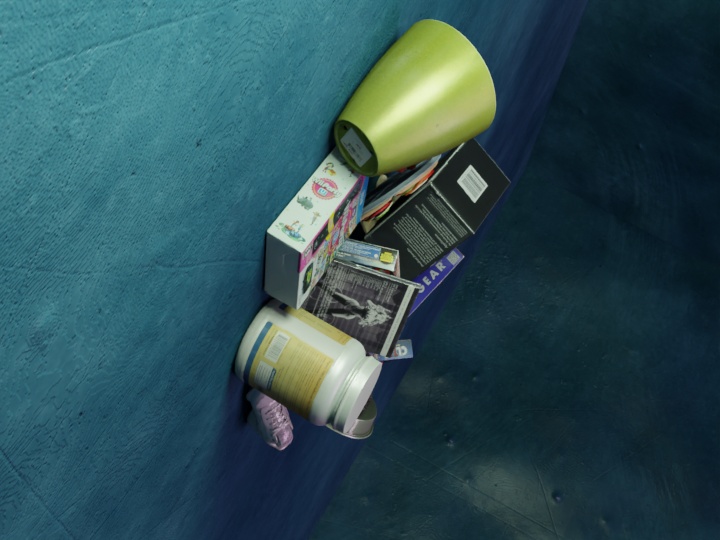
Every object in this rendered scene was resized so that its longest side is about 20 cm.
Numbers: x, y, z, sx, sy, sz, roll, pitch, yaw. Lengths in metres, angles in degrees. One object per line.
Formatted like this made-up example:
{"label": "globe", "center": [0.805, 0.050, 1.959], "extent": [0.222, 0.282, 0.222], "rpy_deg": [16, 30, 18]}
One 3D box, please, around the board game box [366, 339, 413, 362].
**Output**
{"label": "board game box", "center": [-0.021, 0.157, 1.688], "extent": [0.135, 0.197, 0.035], "rpy_deg": [-18, -103, 54]}

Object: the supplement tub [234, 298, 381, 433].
{"label": "supplement tub", "center": [-0.080, 0.149, 1.427], "extent": [0.146, 0.198, 0.145], "rpy_deg": [-57, 168, -20]}

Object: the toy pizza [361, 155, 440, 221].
{"label": "toy pizza", "center": [0.059, -0.136, 1.569], "extent": [0.199, 0.032, 0.200], "rpy_deg": [-34, -171, 6]}

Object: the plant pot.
{"label": "plant pot", "center": [0.062, -0.226, 1.322], "extent": [0.199, 0.187, 0.188], "rpy_deg": [-40, 160, -25]}

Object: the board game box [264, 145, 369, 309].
{"label": "board game box", "center": [-0.064, -0.065, 1.358], "extent": [0.201, 0.064, 0.148], "rpy_deg": [-56, 168, -33]}

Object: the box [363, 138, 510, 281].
{"label": "box", "center": [0.139, -0.110, 1.660], "extent": [0.196, 0.124, 0.200], "rpy_deg": [-37, -172, 42]}

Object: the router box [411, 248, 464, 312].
{"label": "router box", "center": [0.114, 0.025, 1.876], "extent": [0.200, 0.049, 0.179], "rpy_deg": [-47, -176, 0]}

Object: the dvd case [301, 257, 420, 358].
{"label": "dvd case", "center": [-0.017, 0.057, 1.528], "extent": [0.016, 0.197, 0.150], "rpy_deg": [-85, -165, -60]}

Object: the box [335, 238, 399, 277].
{"label": "box", "center": [0.000, 0.000, 1.594], "extent": [0.200, 0.134, 0.041], "rpy_deg": [81, 24, -72]}

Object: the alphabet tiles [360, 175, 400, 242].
{"label": "alphabet tiles", "center": [0.047, -0.071, 1.741], "extent": [0.202, 0.014, 0.197], "rpy_deg": [-62, 144, -34]}

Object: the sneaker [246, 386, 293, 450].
{"label": "sneaker", "center": [-0.146, 0.245, 1.595], "extent": [0.074, 0.100, 0.201], "rpy_deg": [-34, 156, -23]}

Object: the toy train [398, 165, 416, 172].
{"label": "toy train", "center": [0.063, -0.232, 1.524], "extent": [0.200, 0.083, 0.118], "rpy_deg": [-28, 131, -71]}

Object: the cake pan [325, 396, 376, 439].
{"label": "cake pan", "center": [-0.047, 0.241, 1.783], "extent": [0.037, 0.199, 0.200], "rpy_deg": [-53, 172, 18]}

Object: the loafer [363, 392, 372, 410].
{"label": "loafer", "center": [-0.067, 0.218, 1.664], "extent": [0.198, 0.071, 0.074], "rpy_deg": [21, 105, -46]}
